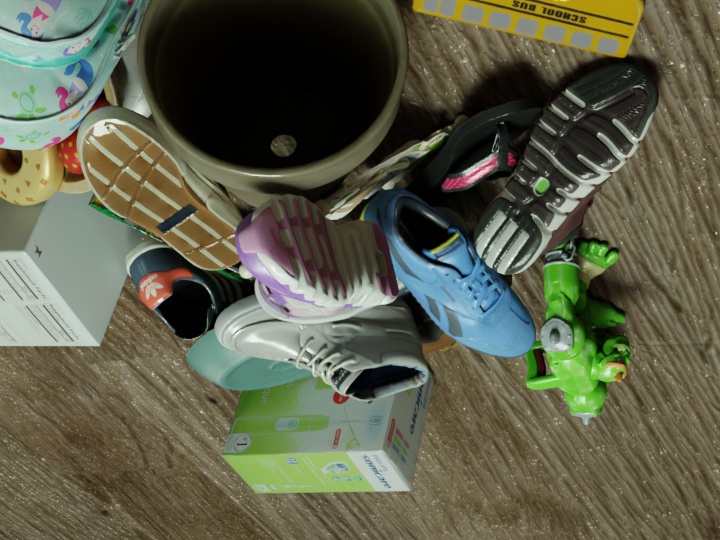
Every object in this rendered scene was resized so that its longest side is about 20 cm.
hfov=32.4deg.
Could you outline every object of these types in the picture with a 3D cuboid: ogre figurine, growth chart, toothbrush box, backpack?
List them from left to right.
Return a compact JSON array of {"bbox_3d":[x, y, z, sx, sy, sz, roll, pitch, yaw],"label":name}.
[{"bbox_3d":[-0.247,-0.194,0.882,0.176,0.202,0.150,25,169,-13],"label":"backpack"},{"bbox_3d":[-0.034,0.160,1.359,0.198,0.147,0.086,-5,140,27],"label":"toothbrush box"},{"bbox_3d":[-0.008,-0.062,1.042,0.018,0.199,0.145,55,143,2],"label":"growth chart"},{"bbox_3d":[0.204,0.059,1.157,0.097,0.121,0.201,9,144,9],"label":"ogre figurine"}]

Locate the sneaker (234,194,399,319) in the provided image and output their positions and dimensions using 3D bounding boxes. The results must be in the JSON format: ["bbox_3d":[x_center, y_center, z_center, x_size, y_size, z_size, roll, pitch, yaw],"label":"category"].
[{"bbox_3d":[-0.046,0.000,0.931,0.088,0.081,0.200,-18,167,22],"label":"sneaker"}]

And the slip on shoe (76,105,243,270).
[{"bbox_3d":[-0.156,-0.074,0.989,0.076,0.061,0.200,-29,141,17],"label":"slip on shoe"}]

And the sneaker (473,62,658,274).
[{"bbox_3d":[0.178,-0.086,1.025,0.076,0.115,0.200,46,113,16],"label":"sneaker"}]

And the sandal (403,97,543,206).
[{"bbox_3d":[0.097,-0.086,1.044,0.074,0.045,0.200,-11,161,-29],"label":"sandal"}]

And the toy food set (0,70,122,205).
[{"bbox_3d":[-0.281,-0.155,1.051,0.199,0.049,0.200,-4,112,41],"label":"toy food set"}]

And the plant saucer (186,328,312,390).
[{"bbox_3d":[-0.079,0.081,1.275,0.198,0.036,0.200,-16,161,-6],"label":"plant saucer"}]

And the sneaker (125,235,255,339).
[{"bbox_3d":[-0.156,0.040,1.257,0.075,0.085,0.199,-40,141,19],"label":"sneaker"}]

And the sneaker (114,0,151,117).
[{"bbox_3d":[-0.207,-0.170,1.060,0.088,0.076,0.200,41,133,-13],"label":"sneaker"}]

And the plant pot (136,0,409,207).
[{"bbox_3d":[-0.063,-0.131,0.966,0.198,0.202,0.174,12,160,4],"label":"plant pot"}]

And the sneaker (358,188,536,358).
[{"bbox_3d":[0.083,0.007,1.062,0.200,0.066,0.078,43,164,-14],"label":"sneaker"}]

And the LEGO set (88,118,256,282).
[{"bbox_3d":[-0.147,-0.076,1.149,0.199,0.117,0.154,27,173,-9],"label":"LEGO set"}]

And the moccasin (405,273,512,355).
[{"bbox_3d":[0.096,0.037,1.207,0.077,0.074,0.202,-7,155,-25],"label":"moccasin"}]

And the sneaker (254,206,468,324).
[{"bbox_3d":[0.000,0.000,1.133,0.198,0.079,0.079,-16,176,-7],"label":"sneaker"}]

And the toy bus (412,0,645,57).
[{"bbox_3d":[0.102,-0.216,0.875,0.198,0.066,0.079,13,146,2],"label":"toy bus"}]

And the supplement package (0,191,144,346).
[{"bbox_3d":[-0.349,-0.027,1.219,0.198,0.153,0.151,-1,142,22],"label":"supplement package"}]

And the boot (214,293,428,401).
[{"bbox_3d":[-0.031,0.073,1.152,0.198,0.096,0.074,-3,135,-21],"label":"boot"}]
